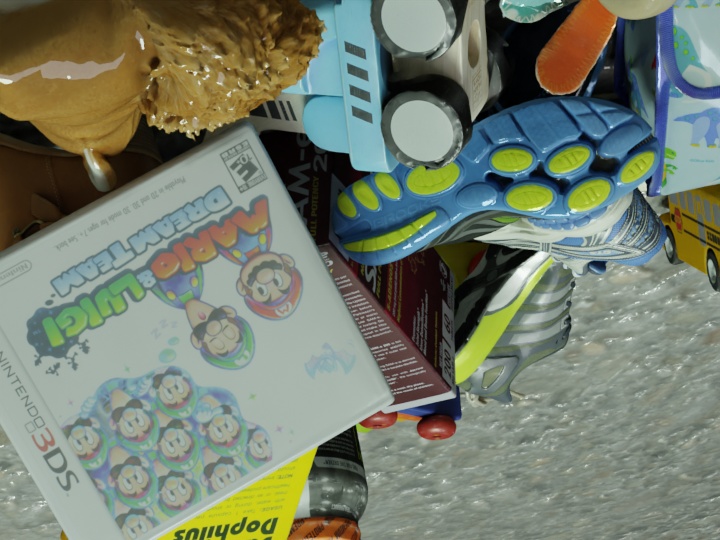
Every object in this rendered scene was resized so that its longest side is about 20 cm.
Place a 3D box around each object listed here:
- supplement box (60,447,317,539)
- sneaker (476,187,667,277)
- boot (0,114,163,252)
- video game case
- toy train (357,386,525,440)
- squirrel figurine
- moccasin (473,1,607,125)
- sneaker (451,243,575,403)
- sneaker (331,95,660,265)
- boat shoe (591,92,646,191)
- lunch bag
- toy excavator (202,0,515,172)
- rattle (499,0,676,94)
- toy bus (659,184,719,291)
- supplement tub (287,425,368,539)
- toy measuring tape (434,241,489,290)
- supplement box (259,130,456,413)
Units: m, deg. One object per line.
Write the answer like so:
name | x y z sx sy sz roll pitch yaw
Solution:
supplement box | -0.107 0.122 0.957 0.109 0.109 0.200 -1 122 -34
sneaker | 0.130 -0.031 0.982 0.085 0.077 0.200 38 173 -19
boot | -0.206 -0.013 0.898 0.200 0.155 0.074 -21 151 18
video game case | -0.107 0.043 0.831 0.200 0.182 0.024 -29 -168 -7
toy train | 0.038 0.115 1.312 0.200 0.085 0.116 16 152 -41
squirrel figurine | -0.121 -0.107 0.754 0.199 0.142 0.187 10 159 4
moccasin | 0.081 -0.100 0.930 0.068 0.081 0.200 7 146 -23
sneaker | 0.129 0.012 1.095 0.081 0.074 0.200 33 105 -28
sneaker | 0.079 -0.057 0.883 0.199 0.071 0.083 -17 -173 25
boat shoe | 0.231 -0.101 0.996 0.199 0.071 0.063 -11 127 6
lunch bag | 0.243 -0.148 0.866 0.169 0.128 0.200 -8 140 -1
toy excavator | -0.020 -0.104 0.853 0.199 0.100 0.195 8 124 21
rattle | 0.166 -0.195 0.767 0.143 0.130 0.200 -41 152 -40
toy bus | 0.264 -0.036 1.057 0.065 0.079 0.200 -11 -169 -2
supplement tub | -0.062 0.134 1.173 0.122 0.201 0.123 -9 151 -5
toy measuring tape | 0.058 0.015 1.140 0.199 0.074 0.074 3 149 -26
supplement box | 0.000 0.000 1.006 0.061 0.109 0.200 -15 142 22
